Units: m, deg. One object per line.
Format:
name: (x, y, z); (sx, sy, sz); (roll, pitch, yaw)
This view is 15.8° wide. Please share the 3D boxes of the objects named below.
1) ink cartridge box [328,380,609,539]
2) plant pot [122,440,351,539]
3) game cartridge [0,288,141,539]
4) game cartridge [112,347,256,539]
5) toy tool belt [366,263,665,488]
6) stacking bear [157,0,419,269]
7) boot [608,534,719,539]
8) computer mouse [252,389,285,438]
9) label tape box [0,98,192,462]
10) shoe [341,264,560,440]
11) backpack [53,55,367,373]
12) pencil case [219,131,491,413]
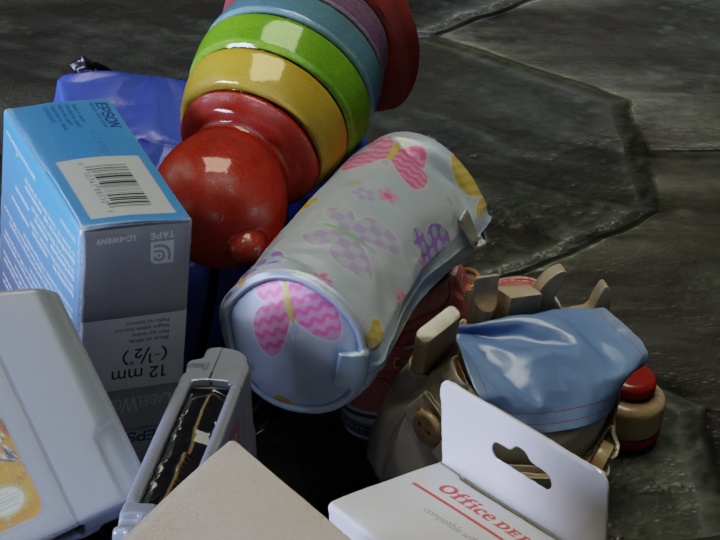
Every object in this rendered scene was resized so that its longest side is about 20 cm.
ink cartridge box: (0.044, 0.163, 1.109); (0.068, 0.201, 0.116); (-17, 30, -34)
plant pot: (-0.048, 0.224, 0.995); (0.177, 0.201, 0.200); (-31, 38, -20)
game cartridge: (-0.213, 0.091, 1.224); (0.199, 0.134, 0.042); (-24, -11, -16)
game cartridge: (-0.080, 0.139, 1.239); (0.041, 0.134, 0.200); (5, 25, 7)
toy tool belt: (0.100, 0.057, 1.416); (0.199, 0.124, 0.125); (-14, 39, -36)
stacking bear: (-0.053, -0.082, 1.442); (0.121, 0.114, 0.201); (23, 52, 5)
boot: (0.131, 0.146, 1.310); (0.199, 0.070, 0.174); (-3, 11, -38)
computer mouse: (-0.122, 0.088, 1.425); (0.044, 0.110, 0.200); (34, -5, -38)
label tape box: (-0.144, 0.030, 1.381); (0.066, 0.201, 0.143); (-9, 31, -21)
shoe: (0.058, 0.023, 1.542); (0.071, 0.092, 0.200); (17, 30, 32)
backpack: (-0.087, -0.012, 1.548); (0.199, 0.163, 0.168); (3, 45, -15)
pencil case: (0.000, 0.000, 1.395); (0.090, 0.083, 0.200); (33, 33, 6)
